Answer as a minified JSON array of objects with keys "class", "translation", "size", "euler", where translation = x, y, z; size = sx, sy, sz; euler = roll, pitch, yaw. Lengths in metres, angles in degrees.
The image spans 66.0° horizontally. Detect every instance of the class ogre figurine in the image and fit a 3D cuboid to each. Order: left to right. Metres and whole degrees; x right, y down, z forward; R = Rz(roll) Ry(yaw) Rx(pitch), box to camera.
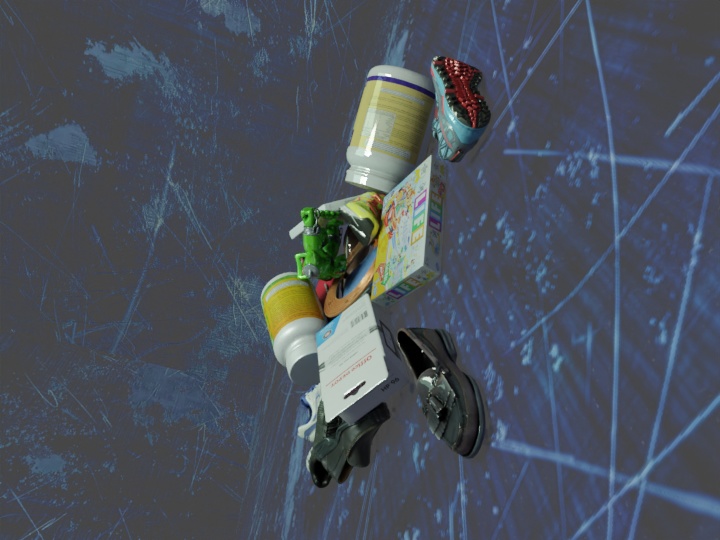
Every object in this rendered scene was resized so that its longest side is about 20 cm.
[{"class":"ogre figurine","translation":[-0.073,-0.043,1.034],"size":[0.200,0.095,0.124],"euler":[166,108,-80]}]

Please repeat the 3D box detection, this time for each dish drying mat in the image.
[{"class":"dish drying mat","translation":[-0.088,0.106,1.101],"size":[0.076,0.018,0.204],"euler":[-20,48,53]}]

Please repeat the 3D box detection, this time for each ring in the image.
[{"class":"ring","translation":[0.000,0.000,0.995],"size":[0.201,0.019,0.202],"euler":[-48,18,21]}]

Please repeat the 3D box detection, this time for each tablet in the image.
[{"class":"tablet","translation":[0.028,-0.007,0.985],"size":[0.200,0.014,0.131],"euler":[-45,20,29]}]

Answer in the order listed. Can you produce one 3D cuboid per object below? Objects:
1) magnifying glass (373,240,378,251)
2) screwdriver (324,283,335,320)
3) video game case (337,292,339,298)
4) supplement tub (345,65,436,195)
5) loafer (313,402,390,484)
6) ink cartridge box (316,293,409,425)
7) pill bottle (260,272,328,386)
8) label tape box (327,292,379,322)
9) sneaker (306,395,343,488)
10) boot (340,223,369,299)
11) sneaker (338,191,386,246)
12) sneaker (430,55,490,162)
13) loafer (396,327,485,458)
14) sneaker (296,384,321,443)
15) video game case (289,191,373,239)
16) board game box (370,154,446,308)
[{"class":"magnifying glass","translation":[0.033,-0.025,1.144],"size":[0.080,0.022,0.204],"euler":[122,160,-57]},{"class":"screwdriver","translation":[-0.054,0.077,1.033],"size":[0.201,0.028,0.029],"euler":[-120,25,-55]},{"class":"video game case","translation":[-0.058,0.117,1.268],"size":[0.203,0.018,0.145],"euler":[95,177,-49]},{"class":"supplement tub","translation":[0.056,-0.241,0.992],"size":[0.145,0.142,0.205],"euler":[-142,68,-78]},{"class":"loafer","translation":[-0.003,0.268,0.864],"size":[0.073,0.072,0.201],"euler":[58,140,19]},{"class":"ink cartridge box","translation":[0.001,0.140,0.820],"size":[0.115,0.068,0.201],"euler":[-38,28,13]},{"class":"pill bottle","translation":[-0.113,0.107,1.015],"size":[0.113,0.108,0.202],"euler":[-67,31,31]},{"class":"label tape box","translation":[-0.011,0.118,1.032],"size":[0.199,0.062,0.147],"euler":[-36,37,47]},{"class":"sneaker","translation":[-0.056,0.316,1.039],"size":[0.091,0.065,0.205],"euler":[-123,46,-72]},{"class":"boot","translation":[-0.010,0.007,1.208],"size":[0.201,0.062,0.191],"euler":[-93,8,-67]},{"class":"sneaker","translation":[0.014,-0.106,0.991],"size":[0.089,0.079,0.200],"euler":[-34,13,2]},{"class":"sneaker","translation":[0.127,-0.234,0.801],"size":[0.203,0.077,0.097],"euler":[-86,14,-45]},{"class":"loafer","translation":[0.079,0.124,0.603],"size":[0.201,0.061,0.073],"euler":[-102,29,-67]},{"class":"sneaker","translation":[-0.080,0.258,1.168],"size":[0.076,0.086,0.204],"euler":[121,162,-59]},{"class":"video game case","translation":[-0.039,-0.121,1.187],"size":[0.199,0.179,0.023],"euler":[-26,84,60]},{"class":"board game box","translation":[0.075,-0.060,0.857],"size":[0.134,0.034,0.204],"euler":[-37,37,49]}]
